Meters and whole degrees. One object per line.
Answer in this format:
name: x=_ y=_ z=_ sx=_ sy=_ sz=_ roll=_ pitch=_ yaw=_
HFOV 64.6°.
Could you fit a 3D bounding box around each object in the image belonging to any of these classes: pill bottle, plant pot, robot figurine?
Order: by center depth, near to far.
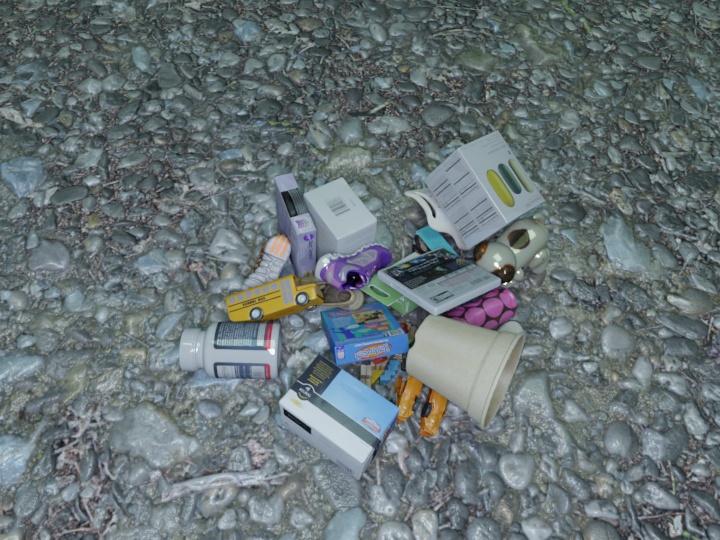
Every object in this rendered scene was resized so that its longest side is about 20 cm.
plant pot: x=0.198 y=0.179 z=1.117 sx=0.183 sy=0.201 sz=0.201 roll=22 pitch=57 yaw=24
pill bottle: x=-0.270 y=0.167 z=1.202 sx=0.200 sy=0.120 sz=0.120 roll=2 pitch=57 yaw=-3
robot figurine: x=0.137 y=0.241 z=1.212 sx=0.145 sy=0.058 sz=0.200 roll=28 pitch=57 yaw=-7

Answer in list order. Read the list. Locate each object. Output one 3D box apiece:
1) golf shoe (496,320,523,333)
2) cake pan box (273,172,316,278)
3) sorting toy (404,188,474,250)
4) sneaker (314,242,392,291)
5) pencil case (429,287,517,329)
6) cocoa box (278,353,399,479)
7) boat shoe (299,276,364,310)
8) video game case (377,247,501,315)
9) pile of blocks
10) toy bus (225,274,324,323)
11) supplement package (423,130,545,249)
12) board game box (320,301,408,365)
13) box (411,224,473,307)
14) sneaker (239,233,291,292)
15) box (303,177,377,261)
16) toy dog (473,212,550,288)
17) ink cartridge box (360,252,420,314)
golf shoe: x=0.317 y=0.181 z=1.260 sx=0.077 sy=0.088 sz=0.200 roll=28 pitch=58 yaw=15
cake pan box: x=-0.154 y=-0.102 z=1.339 sx=0.052 sy=0.200 sz=0.184 roll=-17 pitch=57 yaw=-15
sorting toy: x=0.199 y=-0.154 z=1.418 sx=0.180 sy=0.107 sz=0.200 roll=-6 pitch=52 yaw=-43
sneaker: x=0.000 y=0.000 z=1.256 sx=0.200 sy=0.081 sz=0.088 roll=-16 pitch=42 yaw=-37
pencil case: x=0.258 y=0.106 z=1.309 sx=0.200 sy=0.094 sz=0.091 roll=-22 pitch=101 yaw=-19
cocoa box: x=-0.042 y=0.289 z=1.131 sx=0.200 sy=0.133 sz=0.131 roll=32 pitch=60 yaw=15
boat shoe: x=-0.091 y=0.047 z=1.292 sx=0.200 sy=0.065 sz=0.071 roll=4 pitch=81 yaw=26
video game case: x=0.169 y=0.018 z=1.230 sx=0.200 sy=0.023 sz=0.182 roll=-20 pitch=37 yaw=-33
pile of blocks: x=0.068 y=0.187 z=1.250 sx=0.082 sy=0.062 sz=0.200 roll=32 pitch=60 yaw=15
toy bus: x=-0.185 y=0.066 z=1.241 sx=0.200 sy=0.065 sz=0.078 roll=-19 pitch=71 yaw=8
supplement package: x=0.287 y=-0.188 z=1.333 sx=0.152 sy=0.151 sz=0.200 roll=-29 pitch=84 yaw=-33
board game box: x=0.003 y=0.130 z=1.226 sx=0.152 sy=0.045 sz=0.200 roll=-9 pitch=19 yaw=-9
box: x=0.204 y=-0.012 z=1.379 sx=0.049 sy=0.082 sz=0.200 roll=-27 pitch=63 yaw=-19
sneaker: x=-0.221 y=0.006 z=1.342 sx=0.078 sy=0.112 sz=0.200 roll=30 pitch=90 yaw=-12
box: x=-0.050 y=-0.086 z=1.336 sx=0.106 sy=0.200 sz=0.152 roll=-27 pitch=63 yaw=-20
toy dog: x=0.356 y=-0.033 z=1.344 sx=0.200 sy=0.194 sz=0.140 roll=-30 pitch=72 yaw=-32
ink cartridge box: x=0.096 y=0.038 z=1.315 sx=0.200 sy=0.059 sz=0.104 roll=-29 pitch=45 yaw=-34
